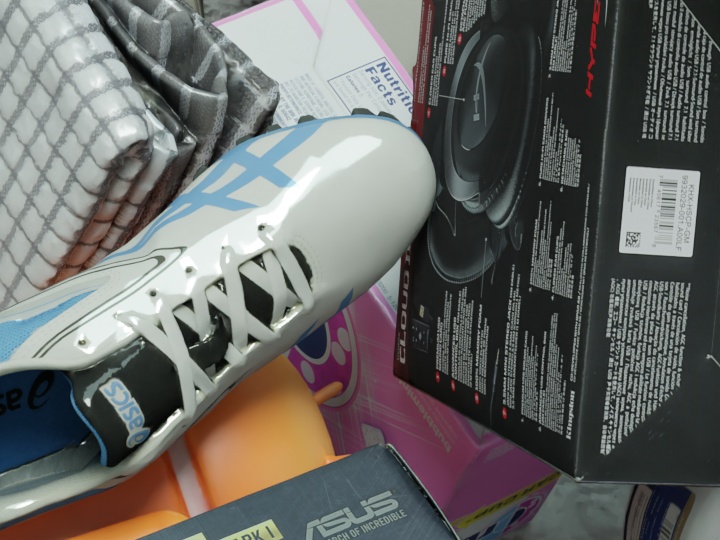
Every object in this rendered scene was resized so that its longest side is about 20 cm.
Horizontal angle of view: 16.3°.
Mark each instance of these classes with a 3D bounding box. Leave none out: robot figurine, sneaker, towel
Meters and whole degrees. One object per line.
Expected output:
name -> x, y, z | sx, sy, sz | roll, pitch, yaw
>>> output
robot figurine -> -0.093, 0.083, 0.845 | 0.200, 0.144, 0.117 | -19, 64, -5
sneaker -> -0.058, 0.021, 0.761 | 0.200, 0.072, 0.072 | -32, 33, -8
towel -> -0.128, -0.048, 0.910 | 0.086, 0.200, 0.166 | -12, 56, -42

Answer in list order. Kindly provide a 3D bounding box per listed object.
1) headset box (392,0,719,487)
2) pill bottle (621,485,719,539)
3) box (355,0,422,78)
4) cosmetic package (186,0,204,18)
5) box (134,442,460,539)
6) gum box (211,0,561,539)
headset box -> 0.070, -0.026, 0.757 | 0.077, 0.149, 0.200 | 3, 5, -14
pill bottle -> 0.145, 0.095, 0.821 | 0.111, 0.200, 0.111 | 0, 91, 0
box -> 0.012, -0.167, 1.032 | 0.128, 0.109, 0.200 | -40, 18, 7
cosmetic package -> -0.168, -0.133, 1.052 | 0.200, 0.087, 0.103 | -8, 44, -2
box -> -0.070, 0.149, 0.770 | 0.200, 0.158, 0.051 | -21, 53, -24
gum box -> 0.000, 0.000, 0.921 | 0.066, 0.114, 0.200 | -24, 68, -26
